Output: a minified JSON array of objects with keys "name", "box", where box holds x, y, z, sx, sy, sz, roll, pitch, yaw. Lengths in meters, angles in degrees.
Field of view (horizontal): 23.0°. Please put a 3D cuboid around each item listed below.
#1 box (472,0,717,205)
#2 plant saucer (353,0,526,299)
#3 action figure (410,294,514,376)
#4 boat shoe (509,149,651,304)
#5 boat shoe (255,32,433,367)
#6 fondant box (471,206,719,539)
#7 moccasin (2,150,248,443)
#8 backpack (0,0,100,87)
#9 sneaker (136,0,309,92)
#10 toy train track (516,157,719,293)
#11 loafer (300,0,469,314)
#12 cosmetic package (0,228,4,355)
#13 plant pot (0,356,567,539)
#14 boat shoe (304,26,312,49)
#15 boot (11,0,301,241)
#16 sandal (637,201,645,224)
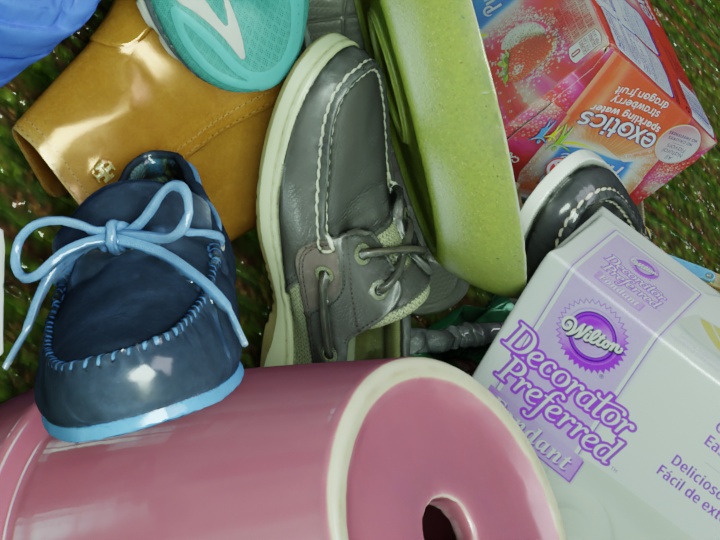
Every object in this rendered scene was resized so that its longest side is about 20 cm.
[{"name":"box","box":[0.098,-0.126,0.936,0.100,0.095,0.201,34,29,-37]},{"name":"plant saucer","box":[0.024,-0.081,0.709,0.200,0.031,0.201,164,-90,-87]},{"name":"action figure","box":[0.063,0.059,0.874,0.199,0.054,0.119,-4,89,-48]},{"name":"boat shoe","box":[0.113,0.024,0.791,0.074,0.060,0.200,-39,146,-15]},{"name":"boat shoe","box":[-0.001,0.001,0.727,0.072,0.066,0.202,-38,142,-46]},{"name":"fondant box","box":[0.098,0.098,0.715,0.144,0.201,0.058,38,34,14]},{"name":"moccasin","box":[-0.082,0.002,0.601,0.200,0.080,0.069,-118,-163,-76]},{"name":"backpack","box":[-0.164,-0.161,0.603,0.162,0.167,0.201,15,62,-40]},{"name":"sneaker","box":[-0.042,-0.141,0.617,0.077,0.201,0.080,-15,45,-19]},{"name":"toy train track","box":[0.148,-0.009,0.843,0.033,0.199,0.115,-60,159,-23]},{"name":"loafer","box":[0.013,-0.079,0.858,0.063,0.071,0.201,-68,148,-64]},{"name":"cosmetic package","box":[-0.211,-0.008,0.531,0.199,0.082,0.051,22,53,-46]},{"name":"plant pot","box":[-0.033,0.115,0.614,0.199,0.178,0.201,27,53,-42]},{"name":"boat shoe","box":[-0.062,-0.129,0.794,0.075,0.062,0.201,26,60,-50]},{"name":"boot","box":[-0.082,-0.100,0.703,0.144,0.071,0.202,-37,118,-21]},{"name":"sandal","box":[0.135,-0.096,1.059,0.070,0.077,0.213,56,30,-74]}]
